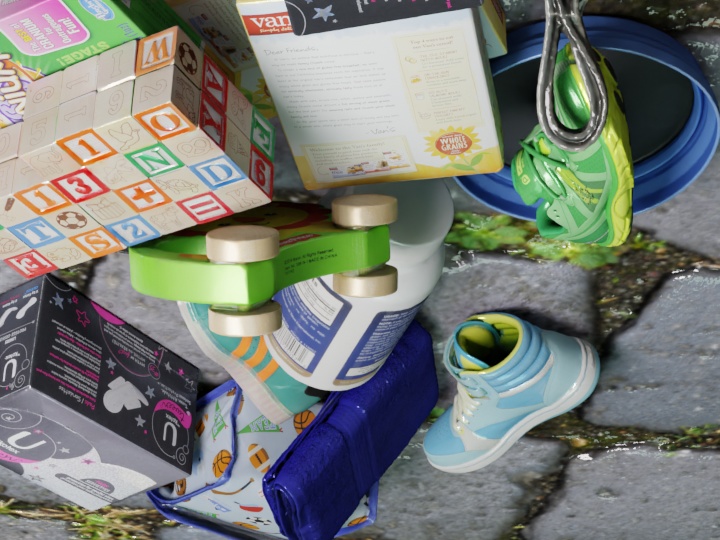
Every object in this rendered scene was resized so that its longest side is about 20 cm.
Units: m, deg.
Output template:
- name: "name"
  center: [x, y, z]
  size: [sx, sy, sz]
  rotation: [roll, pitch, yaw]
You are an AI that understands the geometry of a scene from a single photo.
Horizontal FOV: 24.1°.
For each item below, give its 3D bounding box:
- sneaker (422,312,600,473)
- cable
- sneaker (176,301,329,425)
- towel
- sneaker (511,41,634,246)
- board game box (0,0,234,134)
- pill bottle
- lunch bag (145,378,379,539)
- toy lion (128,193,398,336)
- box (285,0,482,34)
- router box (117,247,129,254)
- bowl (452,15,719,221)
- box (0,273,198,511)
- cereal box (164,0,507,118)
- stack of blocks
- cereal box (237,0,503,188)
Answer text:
- name: "sneaker"
  center: [0.099, 0.101, 1.485]
  size: [0.130, 0.080, 0.200]
  rotation: [26, 129, -35]
- name: "cable"
  center: [0.126, -0.174, 1.032]
  size: [0.096, 0.050, 0.202]
  rotation: [11, 105, 1]
- name: "sneaker"
  center: [-0.086, 0.050, 1.431]
  size: [0.079, 0.072, 0.200]
  rotation: [-29, 134, 10]
- name: "towel"
  center: [-0.008, 0.144, 1.468]
  size: [0.049, 0.200, 0.148]
  rotation: [31, 155, 23]
- name: "sneaker"
  center: [0.144, -0.075, 1.157]
  size: [0.083, 0.075, 0.201]
  rotation: [-8, 145, 6]
- name: "board game box"
  center: [-0.203, -0.123, 1.082]
  size: [0.198, 0.041, 0.153]
  rotation: [-17, 143, 26]
- name: "pill bottle"
  center: [0.000, 0.000, 1.308]
  size: [0.110, 0.112, 0.200]
  rotation: [11, 145, -15]
- name: "lunch bag"
  center: [-0.097, 0.195, 1.592]
  size: [0.169, 0.125, 0.199]
  rotation: [21, 153, -26]
- name: "toy lion"
  center: [-0.083, -0.016, 1.157]
  size: [0.190, 0.070, 0.199]
  rotation: [7, -164, 37]
- name: "box"
  center: [-0.001, -0.249, 0.914]
  size: [0.113, 0.133, 0.201]
  rotation: [-7, 145, 5]
- name: "router box"
  center: [-0.201, -0.095, 1.218]
  size: [0.148, 0.063, 0.201]
  rotation: [7, 145, -6]
- name: "bowl"
  center: [0.157, -0.107, 1.211]
  size: [0.198, 0.040, 0.201]
  rotation: [1, 146, 0]
- name: "box"
  center: [-0.256, 0.114, 1.479]
  size: [0.131, 0.116, 0.200]
  rotation: [-22, 139, 30]
- name: "cereal box"
  center: [-0.017, -0.174, 1.118]
  size: [0.198, 0.040, 0.144]
  rotation: [-13, 144, 19]
- name: "stack of blocks"
  center: [-0.167, -0.070, 1.070]
  size: [0.198, 0.059, 0.115]
  rotation: [-17, 143, 25]
- name: "cereal box"
  center: [0.012, -0.129, 1.097]
  size: [0.142, 0.040, 0.201]
  rotation: [-4, 147, 10]
